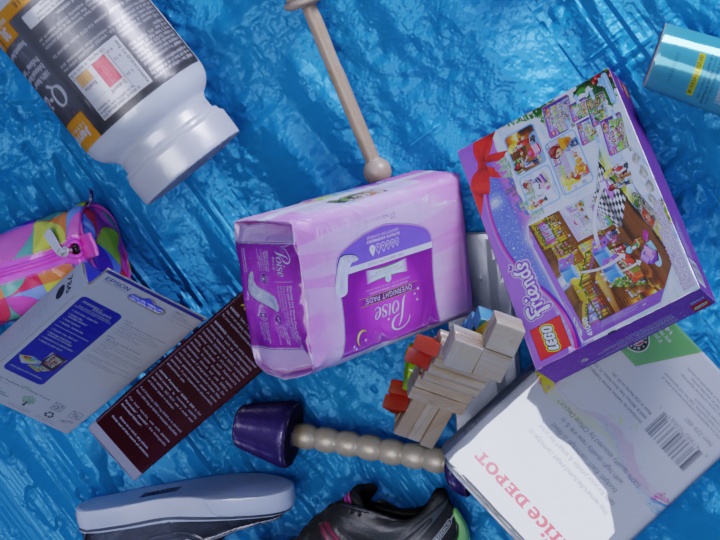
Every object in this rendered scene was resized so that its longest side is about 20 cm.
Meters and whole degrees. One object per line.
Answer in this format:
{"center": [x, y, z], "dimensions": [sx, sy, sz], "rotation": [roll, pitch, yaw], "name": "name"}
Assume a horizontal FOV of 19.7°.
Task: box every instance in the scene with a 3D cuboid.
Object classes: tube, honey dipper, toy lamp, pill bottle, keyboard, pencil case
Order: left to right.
{"center": [-0.287, 0.003, 1.705], "dimensions": [0.200, 0.088, 0.088], "rotation": [-19, 98, 19], "name": "pencil case"}
{"center": [-0.194, -0.157, 1.624], "dimensions": [0.116, 0.116, 0.200], "rotation": [-38, 92, 19], "name": "pill bottle"}
{"center": [-0.021, -0.158, 1.621], "dimensions": [0.038, 0.038, 0.200], "rotation": [-19, 100, 18], "name": "honey dipper"}
{"center": [-0.005, 0.142, 1.678], "dimensions": [0.200, 0.058, 0.058], "rotation": [9, 106, 16], "name": "toy lamp"}
{"center": [0.099, 0.067, 1.662], "dimensions": [0.056, 0.011, 0.200], "rotation": [-1, 103, 20], "name": "keyboard"}
{"center": [0.312, -0.129, 1.543], "dimensions": [0.200, 0.050, 0.077], "rotation": [18, 115, 4], "name": "tube"}

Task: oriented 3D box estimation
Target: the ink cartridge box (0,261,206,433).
{"center": [-0.220, 0.056, 1.675], "dimensions": [0.099, 0.039, 0.200], "rotation": [30, 131, -29], "name": "ink cartridge box"}

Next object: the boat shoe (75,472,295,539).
{"center": [-0.142, 0.214, 1.725], "dimensions": [0.200, 0.072, 0.068], "rotation": [-10, 99, 19], "name": "boat shoe"}

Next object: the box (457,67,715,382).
{"center": [0.165, -0.035, 1.548], "dimensions": [0.137, 0.039, 0.200], "rotation": [-28, 61, 19], "name": "box"}

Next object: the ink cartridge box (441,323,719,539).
{"center": [0.180, 0.125, 1.586], "dimensions": [0.200, 0.088, 0.145], "rotation": [-43, 90, 0], "name": "ink cartridge box"}

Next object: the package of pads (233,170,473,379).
{"center": [0.000, 0.000, 1.571], "dimensions": [0.076, 0.200, 0.121], "rotation": [2, 104, 43], "name": "package of pads"}

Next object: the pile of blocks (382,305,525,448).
{"center": [0.062, 0.064, 1.579], "dimensions": [0.062, 0.082, 0.200], "rotation": [20, 151, -11], "name": "pile of blocks"}

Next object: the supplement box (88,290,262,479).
{"center": [-0.116, 0.073, 1.664], "dimensions": [0.200, 0.109, 0.061], "rotation": [-41, 91, 20], "name": "supplement box"}

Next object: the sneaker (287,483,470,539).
{"center": [-0.011, 0.218, 1.699], "dimensions": [0.200, 0.077, 0.084], "rotation": [-10, 94, 7], "name": "sneaker"}
